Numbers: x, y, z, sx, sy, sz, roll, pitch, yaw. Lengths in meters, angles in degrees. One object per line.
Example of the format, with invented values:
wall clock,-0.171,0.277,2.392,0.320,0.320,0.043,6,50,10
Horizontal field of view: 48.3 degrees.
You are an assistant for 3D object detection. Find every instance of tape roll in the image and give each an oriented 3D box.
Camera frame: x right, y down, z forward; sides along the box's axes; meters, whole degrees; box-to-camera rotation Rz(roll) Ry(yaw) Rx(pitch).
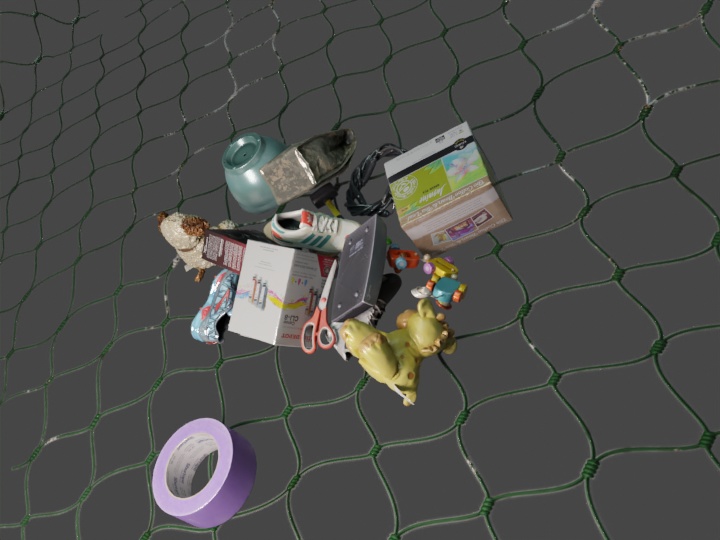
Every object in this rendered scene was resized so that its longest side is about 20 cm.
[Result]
tape roll,-0.314,0.406,1.612,0.200,0.085,0.200,-18,49,23

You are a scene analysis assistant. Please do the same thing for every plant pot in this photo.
plant pot,-0.264,-0.262,2.026,0.200,0.134,0.201,-17,51,23

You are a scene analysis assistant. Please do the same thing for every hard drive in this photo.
hard drive,0.000,0.000,1.589,0.135,0.042,0.200,-36,38,50

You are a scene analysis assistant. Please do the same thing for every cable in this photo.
cable,0.043,-0.205,1.843,0.163,0.051,0.200,-5,59,38

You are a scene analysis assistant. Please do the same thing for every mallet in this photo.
mallet,-0.046,-0.135,1.858,0.066,0.041,0.200,-42,50,-2

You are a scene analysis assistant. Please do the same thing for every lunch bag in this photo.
lunch bag,-0.111,-0.256,1.899,0.164,0.118,0.200,-20,14,47

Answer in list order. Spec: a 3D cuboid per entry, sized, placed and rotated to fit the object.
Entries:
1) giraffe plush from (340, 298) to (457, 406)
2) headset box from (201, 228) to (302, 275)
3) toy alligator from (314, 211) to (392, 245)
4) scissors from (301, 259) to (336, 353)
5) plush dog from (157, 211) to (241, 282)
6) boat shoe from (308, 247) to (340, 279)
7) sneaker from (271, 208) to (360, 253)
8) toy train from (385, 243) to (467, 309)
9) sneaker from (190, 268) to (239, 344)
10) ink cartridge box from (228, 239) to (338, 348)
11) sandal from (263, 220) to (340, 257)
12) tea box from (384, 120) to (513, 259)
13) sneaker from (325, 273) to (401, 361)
giraffe plush,0.086,0.134,1.490,0.162,0.173,0.200,-44,59,-12
headset box,-0.242,-0.037,1.829,0.200,0.149,0.077,19,104,43
toy alligator,-0.022,-0.075,1.766,0.200,0.059,0.054,21,114,24
scissors,-0.084,0.072,1.641,0.073,0.014,0.201,-6,68,15
plush dog,-0.418,-0.079,1.970,0.200,0.172,0.161,5,62,36
boat shoe,-0.080,-0.051,1.804,0.071,0.070,0.201,-20,46,-4
sneaker,-0.092,-0.088,1.680,0.199,0.093,0.071,4,71,2
toy train,0.123,0.019,1.570,0.150,0.056,0.200,1,30,-17
sneaker,-0.307,0.083,1.861,0.095,0.079,0.200,20,78,28
ink cartridge box,-0.161,0.052,1.678,0.144,0.145,0.201,13,91,38
sandal,-0.135,-0.094,1.763,0.211,0.070,0.078,22,61,31
tea box,0.178,-0.163,1.652,0.200,0.134,0.197,-27,48,15
sneaker,0.028,0.107,1.612,0.200,0.075,0.116,-46,49,12
